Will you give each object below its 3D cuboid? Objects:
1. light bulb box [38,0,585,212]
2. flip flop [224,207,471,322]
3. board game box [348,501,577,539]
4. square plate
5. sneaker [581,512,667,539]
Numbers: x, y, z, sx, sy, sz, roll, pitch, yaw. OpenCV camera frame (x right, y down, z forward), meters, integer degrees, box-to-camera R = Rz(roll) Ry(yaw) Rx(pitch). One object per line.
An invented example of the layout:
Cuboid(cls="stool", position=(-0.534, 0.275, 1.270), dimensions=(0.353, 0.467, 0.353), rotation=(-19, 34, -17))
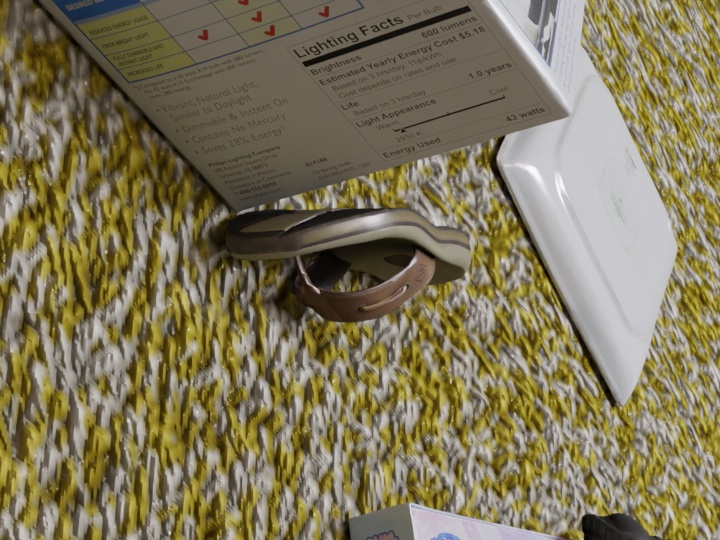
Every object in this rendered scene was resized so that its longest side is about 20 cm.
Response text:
Cuboid(cls="light bulb box", position=(-0.024, -0.152, 1.080), dimensions=(0.200, 0.198, 0.125), rotation=(48, 38, -40))
Cuboid(cls="flip flop", position=(0.000, 0.000, 1.190), dimensions=(0.200, 0.081, 0.058), rotation=(15, 76, -65))
Cuboid(cls="board game box", position=(0.072, 0.234, 1.214), dimensions=(0.200, 0.041, 0.200), rotation=(22, 56, -57))
Cuboid(cls="square plate", position=(0.164, -0.042, 1.561), dimensions=(0.200, 0.028, 0.198), rotation=(62, 30, -22))
Cuboid(cls="sneaker", position=(0.180, 0.183, 1.345), dimensions=(0.200, 0.090, 0.076), rotation=(56, 25, -68))
